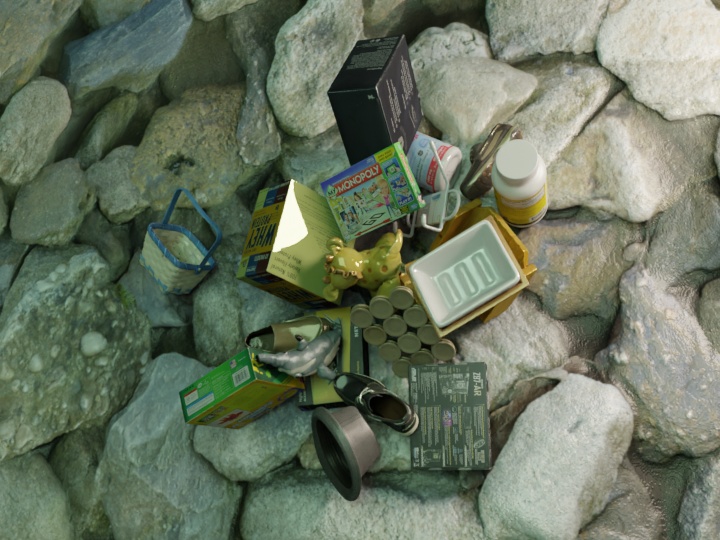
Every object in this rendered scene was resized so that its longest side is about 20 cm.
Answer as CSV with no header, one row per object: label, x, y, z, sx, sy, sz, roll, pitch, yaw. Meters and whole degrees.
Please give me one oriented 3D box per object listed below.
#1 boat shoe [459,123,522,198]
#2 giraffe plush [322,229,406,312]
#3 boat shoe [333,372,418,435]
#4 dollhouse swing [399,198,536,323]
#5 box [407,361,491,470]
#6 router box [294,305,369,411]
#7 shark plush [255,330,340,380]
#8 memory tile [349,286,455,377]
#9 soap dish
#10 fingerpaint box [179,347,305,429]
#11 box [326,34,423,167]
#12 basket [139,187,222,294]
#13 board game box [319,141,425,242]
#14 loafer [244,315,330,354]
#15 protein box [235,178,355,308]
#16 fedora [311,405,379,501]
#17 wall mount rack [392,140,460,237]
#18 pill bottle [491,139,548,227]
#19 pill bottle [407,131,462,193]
boat shoe,0.277,-0.242,1.660,0.073,0.075,0.201,31,72,34
giraffe plush,0.000,0.000,1.538,0.157,0.200,0.178,1,81,-6
boat shoe,0.024,0.250,1.483,0.197,0.068,0.073,26,79,31
dollhouse swing,0.203,-0.007,1.519,0.173,0.184,0.202,-13,57,-38
box,0.174,0.285,1.479,0.155,0.043,0.206,-5,78,15
router box,-0.061,0.186,1.600,0.153,0.052,0.206,-9,67,14
shark plush,-0.127,0.162,1.503,0.091,0.195,0.086,35,116,56
memory tile,0.083,0.125,1.504,0.151,0.201,0.017,-27,26,27
soap dish,0.204,0.016,1.448,0.197,0.081,0.160,-31,65,9
fingerpaint box,-0.241,0.244,1.541,0.198,0.166,0.075,-33,61,22
box,0.036,-0.343,1.564,0.114,0.200,0.203,2,45,24
basket,-0.411,-0.063,1.739,0.177,0.137,0.202,48,118,26
board game box,0.022,-0.156,1.537,0.197,0.029,0.137,-23,95,33
loafer,-0.157,0.144,1.580,0.195,0.067,0.078,-20,64,13
protein box,-0.131,-0.050,1.611,0.133,0.196,0.205,-10,61,51
fedora,-0.022,0.341,1.479,0.089,0.204,0.177,-25,43,-23
wall mount rack,0.130,-0.164,1.574,0.199,0.073,0.179,-9,70,61
pill bottle,0.325,-0.178,1.542,0.109,0.200,0.116,-6,67,13
pill bottle,0.120,-0.252,1.682,0.197,0.109,0.110,26,78,24
